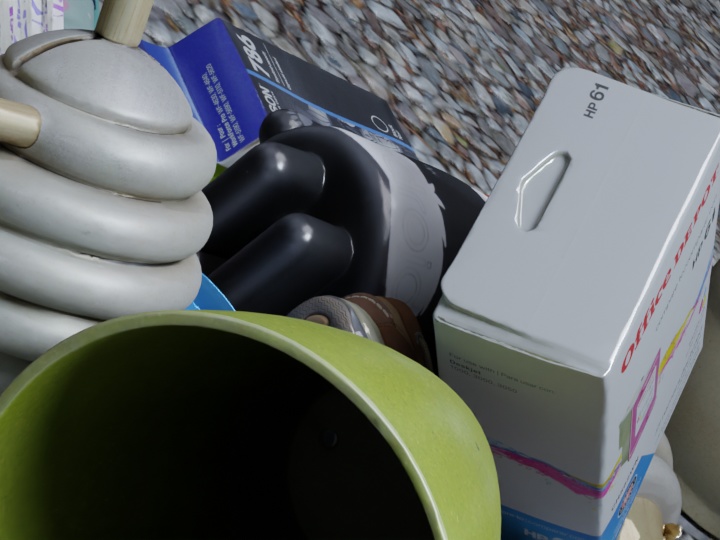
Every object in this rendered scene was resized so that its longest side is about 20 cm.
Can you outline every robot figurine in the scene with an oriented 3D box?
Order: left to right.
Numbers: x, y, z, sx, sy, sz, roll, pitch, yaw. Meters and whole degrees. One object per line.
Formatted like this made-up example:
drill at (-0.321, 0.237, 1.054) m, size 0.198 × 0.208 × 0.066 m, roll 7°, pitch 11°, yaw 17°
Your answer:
robot figurine at (-0.001, 0.002, 1.010) m, size 0.124 × 0.152 × 0.199 m, roll 7°, pitch -7°, yaw 39°

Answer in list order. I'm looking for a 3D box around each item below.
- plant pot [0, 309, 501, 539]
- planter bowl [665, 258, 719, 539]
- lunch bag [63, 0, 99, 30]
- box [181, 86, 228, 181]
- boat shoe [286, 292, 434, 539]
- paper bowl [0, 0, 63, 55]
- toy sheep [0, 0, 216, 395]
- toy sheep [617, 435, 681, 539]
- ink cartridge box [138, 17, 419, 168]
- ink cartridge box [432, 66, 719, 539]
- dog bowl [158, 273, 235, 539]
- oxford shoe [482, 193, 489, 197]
plant pot at (-0.022, 0.095, 0.761) m, size 0.187 × 0.187 × 0.200 m, roll 49°, pitch 20°, yaw 9°
planter bowl at (0.277, 0.106, 1.440) m, size 0.200 × 0.135 × 0.201 m, roll 37°, pitch 24°, yaw -19°
lunch bag at (-0.221, -0.149, 1.063) m, size 0.199 × 0.077 × 0.161 m, roll 31°, pitch 25°, yaw -30°
box at (-0.046, -0.051, 1.249) m, size 0.122 × 0.048 × 0.200 m, roll 53°, pitch 23°, yaw 17°
boat shoe at (0.009, 0.107, 0.910) m, size 0.075 × 0.202 × 0.072 m, roll 9°, pitch 16°, yaw 38°
paper bowl at (-0.195, -0.122, 0.880) m, size 0.103 × 0.202 × 0.201 m, roll -5°, pitch 45°, yaw -21°
toy sheep at (-0.119, -0.021, 0.766) m, size 0.137 × 0.201 × 0.138 m, roll 23°, pitch 18°, yaw -8°
toy sheep at (0.101, 0.106, 1.117) m, size 0.137 × 0.138 × 0.200 m, roll 26°, pitch 23°, yaw -40°
ink cartridge box at (-0.040, -0.087, 1.211) m, size 0.199 × 0.039 × 0.100 m, roll 19°, pitch 35°, yaw -47°
ink cartridge box at (0.101, 0.027, 0.940) m, size 0.084 × 0.145 × 0.201 m, roll 20°, pitch -28°, yaw 18°
dog bowl at (-0.095, 0.084, 0.856) m, size 0.111 × 0.049 × 0.201 m, roll 33°, pitch 42°, yaw -35°
oxford shoe at (0.058, -0.010, 1.137) m, size 0.199 × 0.072 × 0.072 m, roll 28°, pitch 5°, yaw 31°
